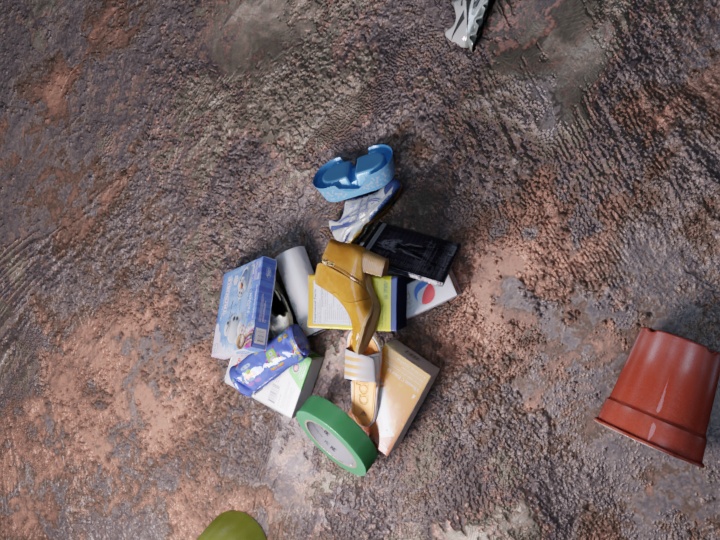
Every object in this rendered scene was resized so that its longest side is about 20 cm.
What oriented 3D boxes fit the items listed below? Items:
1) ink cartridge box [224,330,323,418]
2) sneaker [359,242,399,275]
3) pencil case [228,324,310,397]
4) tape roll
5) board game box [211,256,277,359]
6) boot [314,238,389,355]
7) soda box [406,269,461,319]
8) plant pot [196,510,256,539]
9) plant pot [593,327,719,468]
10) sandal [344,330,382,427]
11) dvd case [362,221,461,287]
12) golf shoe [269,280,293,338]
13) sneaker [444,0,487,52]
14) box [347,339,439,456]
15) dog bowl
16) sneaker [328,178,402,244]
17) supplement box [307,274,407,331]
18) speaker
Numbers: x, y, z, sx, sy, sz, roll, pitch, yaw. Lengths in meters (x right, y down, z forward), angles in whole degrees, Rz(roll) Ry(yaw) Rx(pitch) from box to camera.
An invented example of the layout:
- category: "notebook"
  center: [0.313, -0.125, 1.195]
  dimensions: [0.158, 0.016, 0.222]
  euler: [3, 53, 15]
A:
- category: "ink cartridge box"
  center: [-0.204, 0.232, 1.463]
  dimensions: [0.196, 0.084, 0.150]
  euler: [23, 96, 19]
- category: "sneaker"
  center: [0.000, 0.000, 1.405]
  dimensions: [0.195, 0.073, 0.119]
  euler: [-16, 76, 17]
- category: "pencil case"
  center: [-0.200, 0.204, 1.376]
  dimensions: [0.198, 0.078, 0.088]
  euler: [-35, 71, 13]
- category: "tape roll"
  center: [-0.053, 0.362, 1.355]
  dimensions: [0.198, 0.203, 0.048]
  euler: [34, 61, 17]
- category: "board game box"
  center: [-0.267, 0.089, 1.413]
  dimensions: [0.197, 0.043, 0.206]
  euler: [-19, 60, 50]
- category: "boot"
  center: [-0.030, 0.050, 1.228]
  dimensions: [0.140, 0.070, 0.207]
  euler: [14, 91, 21]
- category: "soda box"
  center: [0.119, 0.062, 1.358]
  dimensions: [0.196, 0.063, 0.070]
  euler: [-26, 81, 17]
- category: "plant pot"
  center: [-0.338, 0.694, 1.447]
  dimensions: [0.181, 0.199, 0.194]
  euler: [0, 90, 19]
- category: "plant pot"
  center: [0.559, 0.224, 1.139]
  dimensions: [0.196, 0.200, 0.200]
  euler: [21, 88, 18]
- category: "sandal"
  center: [0.005, 0.230, 1.287]
  dimensions: [0.077, 0.059, 0.214]
  euler: [0, 97, 19]
- category: "dvd case"
  center: [0.103, -0.038, 1.325]
  dimensions: [0.195, 0.150, 0.016]
  euler: [17, 130, 16]
- category: "golf shoe"
  center: [-0.205, 0.058, 1.439]
  dimensions: [0.077, 0.098, 0.202]
  euler: [-21, 58, -22]
- category: "sneaker"
  center: [0.240, -0.579, 1.313]
  dimensions: [0.087, 0.074, 0.205]
  euler: [26, 98, 16]
- category: "box"
  center: [0.069, 0.275, 1.357]
  dimensions: [0.123, 0.097, 0.204]
  euler: [30, 100, 17]
- category: "dog bowl"
  center: [-0.011, -0.214, 1.390]
  dimensions: [0.195, 0.050, 0.113]
  euler: [-14, 41, 19]
- category: "sneaker"
  center: [0.006, -0.143, 1.395]
  dimensions: [0.200, 0.075, 0.089]
  euler: [-45, 76, 13]
- category: "supplement box"
  center: [-0.005, 0.064, 1.307]
  dimensions: [0.194, 0.109, 0.113]
  euler: [2, 91, 15]
- category: "speaker"
  center: [-0.132, 0.049, 1.441]
  dimensions: [0.080, 0.081, 0.205]
  euler: [-25, 81, 18]
